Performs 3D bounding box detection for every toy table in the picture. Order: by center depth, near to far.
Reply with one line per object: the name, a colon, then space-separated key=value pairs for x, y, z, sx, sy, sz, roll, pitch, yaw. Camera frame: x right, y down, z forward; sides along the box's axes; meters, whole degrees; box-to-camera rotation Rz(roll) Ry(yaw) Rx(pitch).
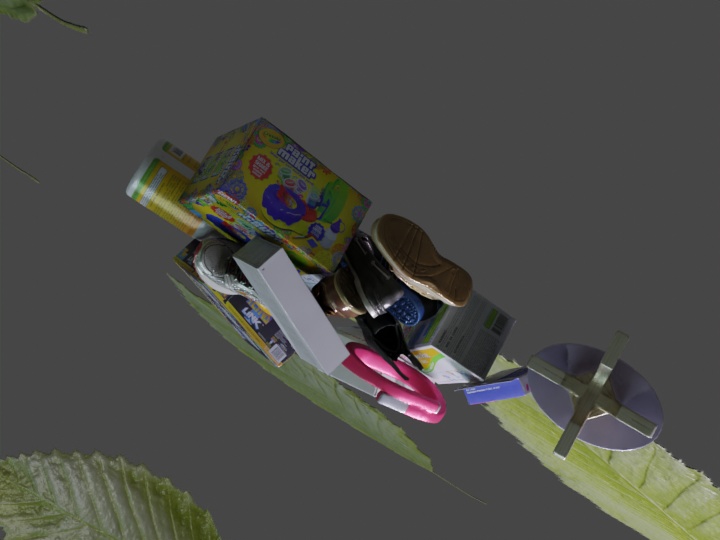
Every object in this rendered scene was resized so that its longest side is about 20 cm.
toy table: x=0.320 y=0.171 z=1.325 sx=0.198 sy=0.186 sz=0.117 roll=17 pitch=178 yaw=16

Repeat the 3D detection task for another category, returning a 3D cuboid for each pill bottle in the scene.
pill bottle: x=-0.279 y=-0.120 z=1.612 sx=0.199 sy=0.112 sz=0.111 roll=34 pitch=164 yaw=-11

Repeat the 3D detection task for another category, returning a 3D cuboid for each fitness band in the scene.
fitness band: x=0.054 y=0.173 z=1.519 sx=0.199 sy=0.038 sz=0.144 roll=27 pitch=-167 yaw=-29

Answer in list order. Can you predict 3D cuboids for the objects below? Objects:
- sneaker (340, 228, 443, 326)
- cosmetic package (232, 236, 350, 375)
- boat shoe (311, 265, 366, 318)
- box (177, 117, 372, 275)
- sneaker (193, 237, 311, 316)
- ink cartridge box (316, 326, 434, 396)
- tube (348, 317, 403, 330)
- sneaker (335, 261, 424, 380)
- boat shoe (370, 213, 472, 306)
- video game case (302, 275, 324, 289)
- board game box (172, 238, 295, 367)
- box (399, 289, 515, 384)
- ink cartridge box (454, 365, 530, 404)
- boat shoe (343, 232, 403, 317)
sneaker: x=0.043 y=0.001 z=1.474 sx=0.200 sy=0.078 sz=0.070 roll=47 pitch=133 yaw=20
cosmetic package: x=-0.094 y=0.049 z=1.347 sx=0.082 sy=0.051 sz=0.201 roll=26 pitch=151 yaw=56
boat shoe: x=-0.034 y=0.040 z=1.376 sx=0.073 sy=0.067 sz=0.200 roll=61 pitch=-177 yaw=-2
box: x=-0.125 y=-0.098 z=1.377 sx=0.199 sy=0.123 sz=0.192 roll=36 pitch=163 yaw=-21
sneaker: x=-0.150 y=0.007 z=1.407 sx=0.199 sy=0.079 sz=0.082 roll=26 pitch=164 yaw=-26
ink cartridge box: x=0.037 y=0.163 z=1.799 sx=0.145 sy=0.085 sz=0.199 roll=20 pitch=-169 yaw=35
tube: x=-0.004 y=0.071 z=1.717 sx=0.058 sy=0.052 sz=0.199 roll=-36 pitch=140 yaw=26
sneaker: x=0.023 y=0.072 z=1.495 sx=0.201 sy=0.060 sz=0.104 roll=62 pitch=168 yaw=-13
boat shoe: x=0.074 y=-0.010 z=1.368 sx=0.200 sy=0.074 sz=0.069 roll=40 pitch=156 yaw=-33
video game case: x=-0.100 y=0.012 z=1.811 sx=0.181 sy=0.046 sz=0.199 roll=38 pitch=163 yaw=-29
board game box: x=-0.202 y=0.051 z=1.573 sx=0.201 sy=0.057 sz=0.165 roll=53 pitch=168 yaw=-29
box: x=0.142 y=0.105 z=1.527 sx=0.101 sy=0.113 sz=0.200 roll=34 pitch=165 yaw=-9
ink cartridge box: x=0.226 y=0.175 z=1.490 sx=0.094 sy=0.038 sz=0.199 roll=-14 pitch=174 yaw=29
boat shoe: x=0.011 y=-0.010 z=1.383 sx=0.067 sy=0.057 sz=0.201 roll=59 pitch=-176 yaw=-40
